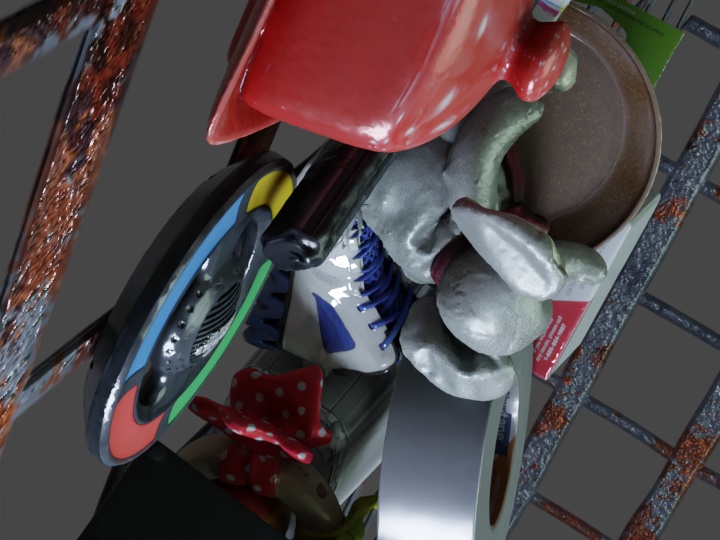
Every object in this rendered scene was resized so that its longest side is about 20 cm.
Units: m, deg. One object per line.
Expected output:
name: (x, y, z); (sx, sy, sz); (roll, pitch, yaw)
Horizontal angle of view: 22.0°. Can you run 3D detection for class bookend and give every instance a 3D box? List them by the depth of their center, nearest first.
bookend: (-0.107, 0.227, 1.239); (0.092, 0.198, 0.200); (-55, -176, -26)

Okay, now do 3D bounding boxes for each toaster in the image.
toaster: (-0.040, 0.115, 1.390); (0.129, 0.113, 0.201); (-45, 163, -43)

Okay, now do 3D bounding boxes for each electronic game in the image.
electronic game: (-0.094, 0.022, 1.047); (0.201, 0.041, 0.200); (-57, 170, -15)

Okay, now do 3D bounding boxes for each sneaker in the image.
sneaker: (0.000, 0.001, 1.237); (0.081, 0.115, 0.200); (-51, 166, -44)

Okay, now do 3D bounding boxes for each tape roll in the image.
tape roll: (0.066, 0.116, 1.239); (0.200, 0.066, 0.202); (8, 90, -77)

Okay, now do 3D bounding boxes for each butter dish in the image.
butter dish: (0.038, -0.137, 0.940); (0.200, 0.147, 0.200); (-63, 170, 23)

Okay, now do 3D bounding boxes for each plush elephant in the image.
plush elephant: (0.078, -0.019, 1.121); (0.199, 0.155, 0.165); (-30, 165, -33)

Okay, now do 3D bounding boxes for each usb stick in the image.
usb stick: (0.009, -0.081, 1.059); (0.200, 0.033, 0.055); (-56, -160, -24)

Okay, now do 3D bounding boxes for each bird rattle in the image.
bird rattle: (-0.066, 0.159, 1.259); (0.162, 0.200, 0.113); (-20, -142, 33)

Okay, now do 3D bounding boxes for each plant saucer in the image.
plant saucer: (0.105, -0.097, 1.257); (0.201, 0.199, 0.037); (-64, 179, 26)

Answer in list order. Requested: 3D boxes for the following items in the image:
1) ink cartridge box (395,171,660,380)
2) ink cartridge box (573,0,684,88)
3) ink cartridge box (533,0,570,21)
ink cartridge box: (0.095, -0.039, 1.364); (0.084, 0.199, 0.145); (-34, 153, -60)
ink cartridge box: (0.145, -0.136, 1.477); (0.201, 0.147, 0.076); (-62, 169, 10)
ink cartridge box: (0.116, -0.214, 1.074); (0.117, 0.067, 0.200); (-62, -179, -9)
